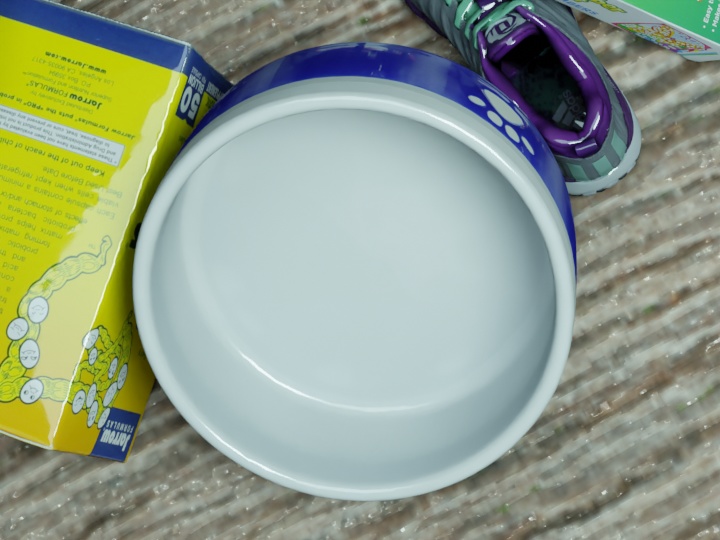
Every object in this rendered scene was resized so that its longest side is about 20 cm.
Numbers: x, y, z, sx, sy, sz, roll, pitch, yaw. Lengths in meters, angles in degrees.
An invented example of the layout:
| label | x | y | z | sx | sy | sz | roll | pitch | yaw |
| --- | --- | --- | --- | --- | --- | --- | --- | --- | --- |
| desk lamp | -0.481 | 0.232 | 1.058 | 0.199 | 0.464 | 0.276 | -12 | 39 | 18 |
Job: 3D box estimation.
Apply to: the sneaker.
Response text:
| label | x | y | z | sx | sy | sz | roll | pitch | yaw |
| --- | --- | --- | --- | --- | --- | --- | --- | --- | --- |
| sneaker | 0.068 | -0.131 | 1.003 | 0.074 | 0.088 | 0.200 | -37 | 76 | 5 |

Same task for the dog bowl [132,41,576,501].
| label | x | y | z | sx | sy | sz | roll | pitch | yaw |
| --- | --- | --- | --- | --- | --- | --- | --- | --- | --- |
| dog bowl | 0.000 | 0.000 | 0.956 | 0.199 | 0.079 | 0.201 | 3 | 115 | 6 |

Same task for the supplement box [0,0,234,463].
| label | x | y | z | sx | sy | sz | roll | pitch | yaw |
| --- | --- | --- | --- | --- | --- | --- | --- | --- | --- |
| supplement box | -0.146 | -0.019 | 1.023 | 0.109 | 0.109 | 0.201 | 18 | 86 | 15 |

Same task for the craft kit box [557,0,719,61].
| label | x | y | z | sx | sy | sz | roll | pitch | yaw |
| --- | --- | --- | --- | --- | --- | --- | --- | --- | --- |
| craft kit box | 0.119 | -0.224 | 0.969 | 0.197 | 0.048 | 0.201 | 17 | 84 | -26 |
